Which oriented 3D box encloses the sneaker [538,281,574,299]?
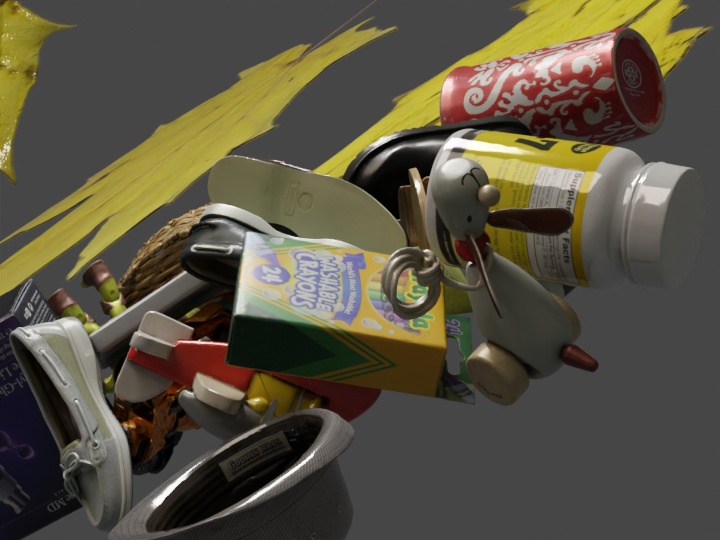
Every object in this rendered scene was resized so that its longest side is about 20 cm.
[{"bbox_3d":[0.157,-0.027,1.589,0.099,0.071,0.200,-32,21,-13],"label":"sneaker"}]

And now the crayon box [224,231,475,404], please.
[{"bbox_3d":[-0.002,0.036,1.452,0.198,0.052,0.126,10,31,-5],"label":"crayon box"}]

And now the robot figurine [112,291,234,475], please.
[{"bbox_3d":[-0.162,0.102,1.686,0.058,0.146,0.200,29,37,21],"label":"robot figurine"}]

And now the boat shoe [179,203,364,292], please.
[{"bbox_3d":[-0.058,0.006,1.561,0.198,0.076,0.061,16,54,19],"label":"boat shoe"}]

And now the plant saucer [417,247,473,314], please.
[{"bbox_3d":[0.000,0.000,1.683,0.198,0.048,0.200,-6,15,-4],"label":"plant saucer"}]

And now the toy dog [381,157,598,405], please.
[{"bbox_3d":[0.117,0.016,1.349,0.096,0.200,0.133,11,66,43],"label":"toy dog"}]

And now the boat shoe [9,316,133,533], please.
[{"bbox_3d":[-0.254,0.138,1.614,0.064,0.204,0.074,-8,-20,-32],"label":"boat shoe"}]

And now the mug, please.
[{"bbox_3d":[0.205,-0.178,1.862,0.199,0.134,0.178,-15,23,37],"label":"mug"}]

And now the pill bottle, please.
[{"bbox_3d":[0.161,-0.045,1.438,0.198,0.115,0.114,10,35,28],"label":"pill bottle"}]

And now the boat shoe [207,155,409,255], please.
[{"bbox_3d":[-0.038,-0.052,1.622,0.200,0.074,0.063,22,7,24],"label":"boat shoe"}]

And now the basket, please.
[{"bbox_3d":[-0.146,-0.006,1.948,0.199,0.143,0.149,-25,15,23],"label":"basket"}]

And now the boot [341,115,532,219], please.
[{"bbox_3d":[0.098,-0.080,1.715,0.209,0.080,0.158,-19,29,-11],"label":"boot"}]

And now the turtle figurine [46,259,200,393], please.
[{"bbox_3d":[-0.249,0.080,1.853,0.200,0.161,0.064,-42,-10,-8],"label":"turtle figurine"}]

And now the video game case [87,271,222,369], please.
[{"bbox_3d":[-0.171,0.024,1.744,0.199,0.023,0.182,-35,-2,-10],"label":"video game case"}]

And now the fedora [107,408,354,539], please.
[{"bbox_3d":[-0.076,0.182,1.316,0.176,0.091,0.200,-18,13,34],"label":"fedora"}]

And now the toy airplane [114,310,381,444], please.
[{"bbox_3d":[-0.108,0.106,1.523,0.198,0.143,0.199,2,1,43],"label":"toy airplane"}]

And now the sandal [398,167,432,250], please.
[{"bbox_3d":[0.076,-0.051,1.568,0.069,0.078,0.212,-8,2,-3],"label":"sandal"}]

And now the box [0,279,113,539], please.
[{"bbox_3d":[-0.327,0.137,1.728,0.147,0.201,0.104,-29,15,9],"label":"box"}]

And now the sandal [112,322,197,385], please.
[{"bbox_3d":[-0.153,0.080,1.826,0.200,0.080,0.057,-27,15,-20],"label":"sandal"}]
